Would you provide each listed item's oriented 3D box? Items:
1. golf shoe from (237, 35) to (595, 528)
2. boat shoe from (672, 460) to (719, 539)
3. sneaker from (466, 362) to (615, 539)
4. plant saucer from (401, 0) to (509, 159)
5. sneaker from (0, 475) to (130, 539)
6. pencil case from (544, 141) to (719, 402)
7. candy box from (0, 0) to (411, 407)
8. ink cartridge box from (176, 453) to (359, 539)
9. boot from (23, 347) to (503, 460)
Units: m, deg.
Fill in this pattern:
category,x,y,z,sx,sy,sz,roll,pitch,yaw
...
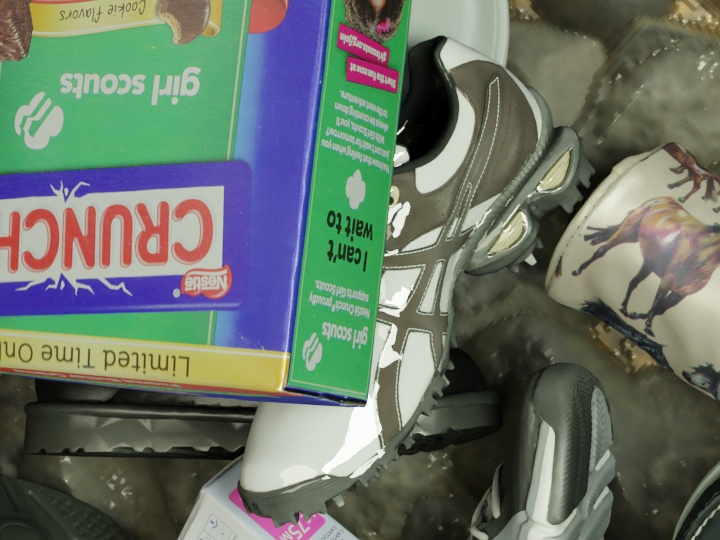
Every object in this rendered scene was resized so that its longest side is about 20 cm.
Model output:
category,x,y,z,sx,sy,sz,roll,pitch,yaw
golf shoe,0.000,0.000,0.943,0.078,0.094,0.200,8,59,52
boat shoe,0.136,0.158,0.974,0.075,0.060,0.200,23,123,20
sneaker,0.037,0.126,1.017,0.115,0.075,0.200,11,111,21
plant saucer,-0.037,-0.107,0.991,0.200,0.050,0.201,1,78,-3
sneaker,-0.199,0.151,1.074,0.076,0.199,0.114,56,141,44
pencil case,0.168,0.035,0.976,0.200,0.089,0.078,39,73,8
candy box,-0.073,-0.056,0.907,0.169,0.077,0.201,3,86,28
ink cartridge box,0.002,0.176,1.001,0.200,0.042,0.119,41,134,12
boot,-0.045,-0.001,1.035,0.211,0.079,0.158,1,83,3
